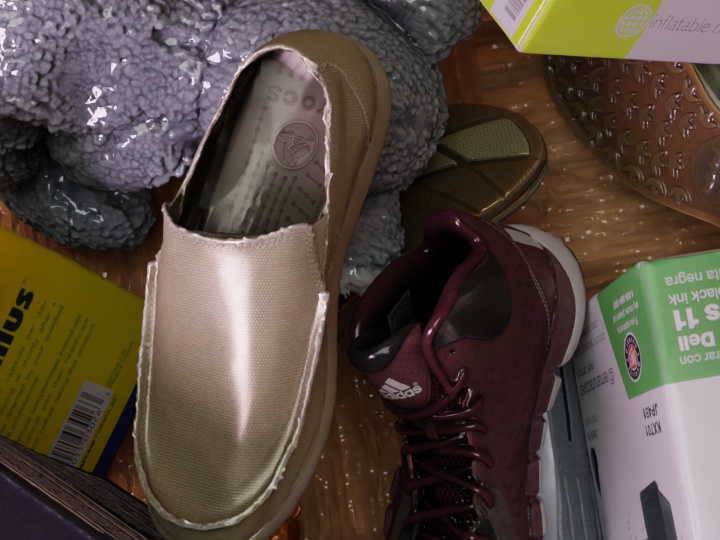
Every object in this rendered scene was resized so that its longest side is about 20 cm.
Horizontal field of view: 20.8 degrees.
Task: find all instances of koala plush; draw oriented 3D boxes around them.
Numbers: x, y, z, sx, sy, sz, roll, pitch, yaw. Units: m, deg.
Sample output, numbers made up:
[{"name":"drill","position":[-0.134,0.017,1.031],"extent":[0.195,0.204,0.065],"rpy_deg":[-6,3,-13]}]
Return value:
[{"name":"koala plush","position":[-0.055,-0.081,0.809],"extent":[0.200,0.184,0.178],"rpy_deg":[21,85,14]}]

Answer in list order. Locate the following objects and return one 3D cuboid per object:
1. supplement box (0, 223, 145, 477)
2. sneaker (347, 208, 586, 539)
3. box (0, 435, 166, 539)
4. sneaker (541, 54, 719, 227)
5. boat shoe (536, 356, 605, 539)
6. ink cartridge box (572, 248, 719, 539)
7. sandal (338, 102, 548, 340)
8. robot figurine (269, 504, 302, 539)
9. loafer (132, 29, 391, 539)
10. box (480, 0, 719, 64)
[{"name":"supplement box","position":[-0.182,0.024,0.795],"extent":[0.109,0.200,0.110],"rpy_deg":[23,85,28]},{"name":"sneaker","position":[0.024,0.069,0.758],"extent":[0.075,0.115,0.201],"rpy_deg":[2,78,32]},{"name":"box","position":[-0.100,0.151,0.709],"extent":[0.200,0.198,0.123],"rpy_deg":[30,86,29]},{"name":"sneaker","position":[0.174,-0.055,0.840],"extent":[0.200,0.090,0.067],"rpy_deg":[37,122,37]},{"name":"boat shoe","position":[0.066,0.105,0.834],"extent":[0.062,0.072,0.201],"rpy_deg":[-12,73,27]},{"name":"ink cartridge box","position":[0.148,0.099,0.767],"extent":[0.083,0.147,0.201],"rpy_deg":[-8,80,-7]},{"name":"sandal","position":[0.000,0.000,0.857],"extent":[0.200,0.054,0.080],"rpy_deg":[-40,46,12]},{"name":"robot figurine","position":[-0.052,0.200,0.832],"extent":[0.145,0.058,0.200],"rpy_deg":[27,85,12]},{"name":"loafer","position":[-0.044,0.003,0.706],"extent":[0.075,0.068,0.201],"rpy_deg":[9,82,21]},{"name":"box","position":[0.116,-0.140,0.803],"extent":[0.122,0.200,0.048],"rpy_deg":[57,131,33]}]
